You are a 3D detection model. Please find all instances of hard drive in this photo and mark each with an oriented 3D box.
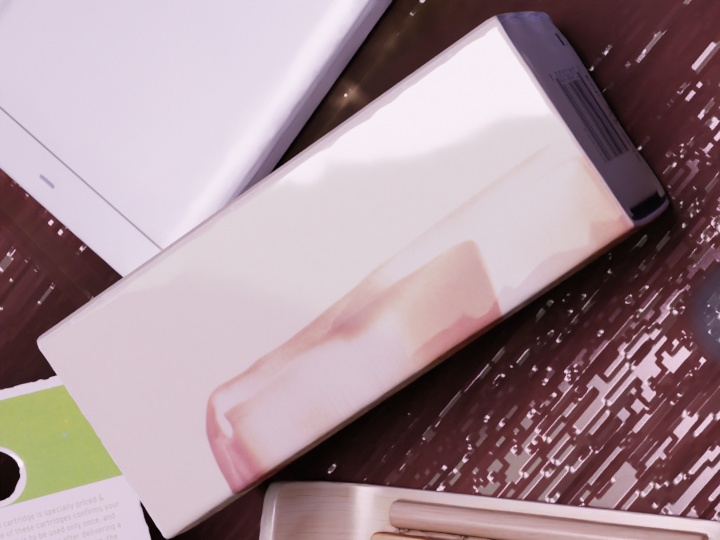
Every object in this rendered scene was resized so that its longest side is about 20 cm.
[{"bbox_3d":[-0.064,-0.106,0.993,0.132,0.027,0.200,40,102,19],"label":"hard drive"}]

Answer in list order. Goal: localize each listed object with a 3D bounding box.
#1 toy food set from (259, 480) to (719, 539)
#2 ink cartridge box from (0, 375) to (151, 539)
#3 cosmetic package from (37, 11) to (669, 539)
[{"bbox_3d":[0.052,0.155,0.917,0.199,0.060,0.145,4,90,22],"label":"toy food set"},{"bbox_3d":[-0.135,0.152,0.928,0.147,0.076,0.201,-14,80,-16],"label":"ink cartridge box"},{"bbox_3d":[0.000,0.000,0.912,0.200,0.103,0.088,-34,88,17],"label":"cosmetic package"}]
